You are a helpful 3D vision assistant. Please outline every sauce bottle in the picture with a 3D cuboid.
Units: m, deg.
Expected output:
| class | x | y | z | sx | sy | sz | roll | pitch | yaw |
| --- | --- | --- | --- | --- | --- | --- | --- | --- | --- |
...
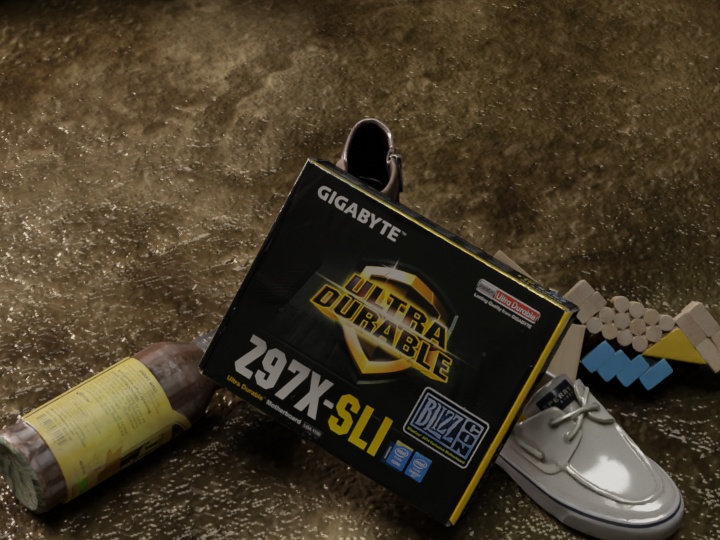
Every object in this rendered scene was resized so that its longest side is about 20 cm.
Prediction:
| class | x | y | z | sx | sy | sz | roll | pitch | yaw |
| --- | --- | --- | --- | --- | --- | --- | --- | --- | --- |
| sauce bottle | -0.147 | 0.089 | 1.368 | 0.199 | 0.065 | 0.065 | -30 | 49 | -26 |

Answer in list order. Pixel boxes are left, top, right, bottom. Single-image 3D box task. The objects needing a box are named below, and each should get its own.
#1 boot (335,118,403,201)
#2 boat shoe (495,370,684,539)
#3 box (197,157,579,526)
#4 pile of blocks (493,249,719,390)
| class | x | y | z | sx | sy | sz | roll | pitch | yaw |
| --- | --- | --- | --- | --- | --- | --- | --- | --- | --- |
| boot | 0.000 | 0.000 | 1.399 | 0.070 | 0.147 | 0.201 | 0 | 42 | -7 |
| boat shoe | 0.129 | 0.103 | 1.339 | 0.071 | 0.070 | 0.200 | -31 | 49 | -29 |
| box | 0.017 | 0.045 | 1.319 | 0.199 | 0.161 | 0.049 | 31 | 9 | 12 |
| pile of blocks | 0.161 | 0.045 | 1.423 | 0.198 | 0.083 | 0.062 | 14 | 0 | 4 |
